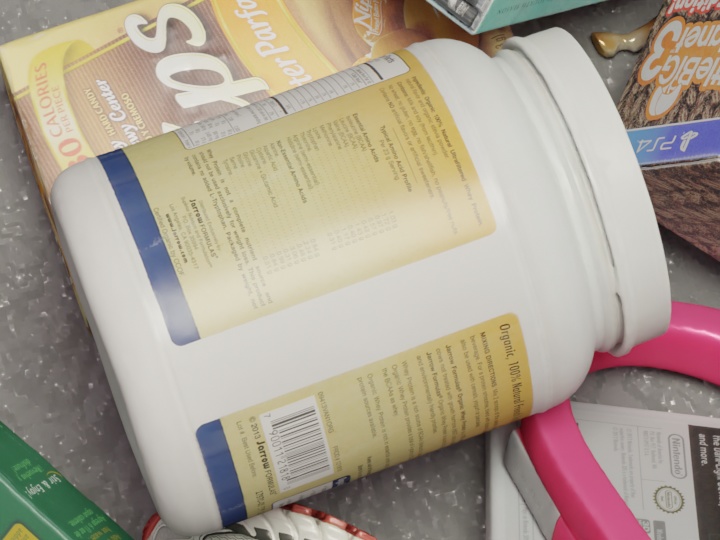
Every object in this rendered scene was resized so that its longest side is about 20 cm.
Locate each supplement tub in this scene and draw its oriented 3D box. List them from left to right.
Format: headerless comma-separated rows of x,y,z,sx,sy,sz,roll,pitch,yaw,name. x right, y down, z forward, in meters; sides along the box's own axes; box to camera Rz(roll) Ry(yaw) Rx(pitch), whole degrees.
0.000,0.000,1.060,0.199,0.144,0.145,-19,79,-7,supplement tub

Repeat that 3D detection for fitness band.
0.139,0.082,1.094,0.143,0.038,0.200,-8,41,-21,fitness band

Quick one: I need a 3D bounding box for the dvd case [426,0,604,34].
0.013,-0.165,1.135,0.200,0.146,0.022,40,121,19,dvd case

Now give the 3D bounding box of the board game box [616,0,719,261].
0.210,-0.088,1.133,0.159,0.097,0.201,31,75,-22,board game box

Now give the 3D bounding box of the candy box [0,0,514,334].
-0.034,-0.062,1.163,0.199,0.055,0.116,-19,80,-8,candy box

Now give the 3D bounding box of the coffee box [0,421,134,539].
-0.110,0.163,1.091,0.200,0.044,0.123,40,106,7,coffee box

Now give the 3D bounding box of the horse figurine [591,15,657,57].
0.132,-0.174,1.202,0.132,0.050,0.201,-26,79,-3,horse figurine

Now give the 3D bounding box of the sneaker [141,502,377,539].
0.003,0.149,1.106,0.199,0.078,0.082,30,79,4,sneaker

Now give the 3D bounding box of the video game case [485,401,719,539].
0.137,0.126,1.086,0.181,0.023,0.200,6,37,-2,video game case
